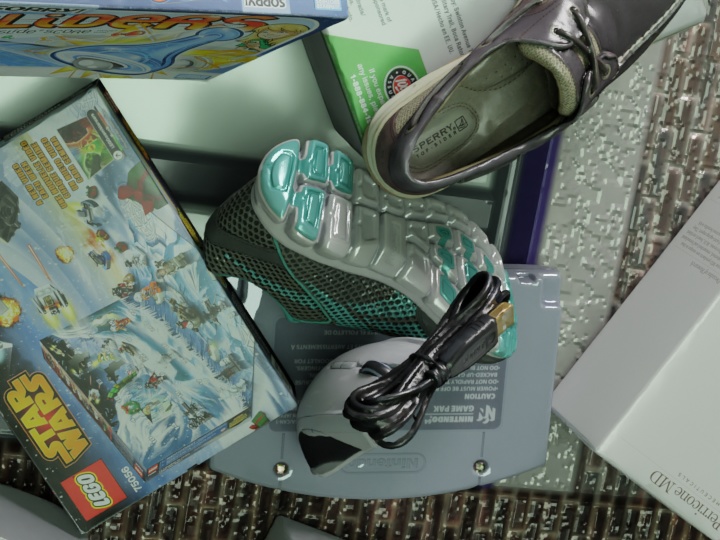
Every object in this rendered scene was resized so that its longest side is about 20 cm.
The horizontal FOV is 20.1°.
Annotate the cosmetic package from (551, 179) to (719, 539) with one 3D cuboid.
[{"bbox_3d":[0.214,0.039,1.163,0.108,0.085,0.200,35,93,-23],"label":"cosmetic package"}]

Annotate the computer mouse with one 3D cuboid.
[{"bbox_3d":[0.006,0.059,1.029,0.044,0.200,0.110,44,65,-3],"label":"computer mouse"}]

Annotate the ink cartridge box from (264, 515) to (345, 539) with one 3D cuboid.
[{"bbox_3d":[-0.016,0.267,1.131,0.144,0.145,0.200,26,96,-19],"label":"ink cartridge box"}]

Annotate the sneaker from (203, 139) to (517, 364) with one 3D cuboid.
[{"bbox_3d":[0.000,0.000,1.074,0.200,0.078,0.091,31,137,-34],"label":"sneaker"}]

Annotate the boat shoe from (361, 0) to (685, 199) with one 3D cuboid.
[{"bbox_3d":[0.092,-0.101,1.013,0.200,0.065,0.072,-35,110,-4],"label":"boat shoe"}]

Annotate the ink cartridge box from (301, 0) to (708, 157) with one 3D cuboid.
[{"bbox_3d":[0.063,-0.165,1.068,0.200,0.083,0.147,-22,109,-7],"label":"ink cartridge box"}]

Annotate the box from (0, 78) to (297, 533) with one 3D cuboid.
[{"bbox_3d":[-0.142,0.020,1.067,0.137,0.040,0.200,-30,104,3],"label":"box"}]

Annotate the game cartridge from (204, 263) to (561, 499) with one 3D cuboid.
[{"bbox_3d":[0.012,0.062,1.142,0.199,0.040,0.134,1,101,-15],"label":"game cartridge"}]

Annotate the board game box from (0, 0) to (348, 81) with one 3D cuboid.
[{"bbox_3d":[-0.125,-0.121,0.948,0.200,0.135,0.035,-3,83,-34],"label":"board game box"}]

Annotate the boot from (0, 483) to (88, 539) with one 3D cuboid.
[{"bbox_3d":[-0.250,0.144,1.077,0.200,0.074,0.096,27,112,-8],"label":"boot"}]
